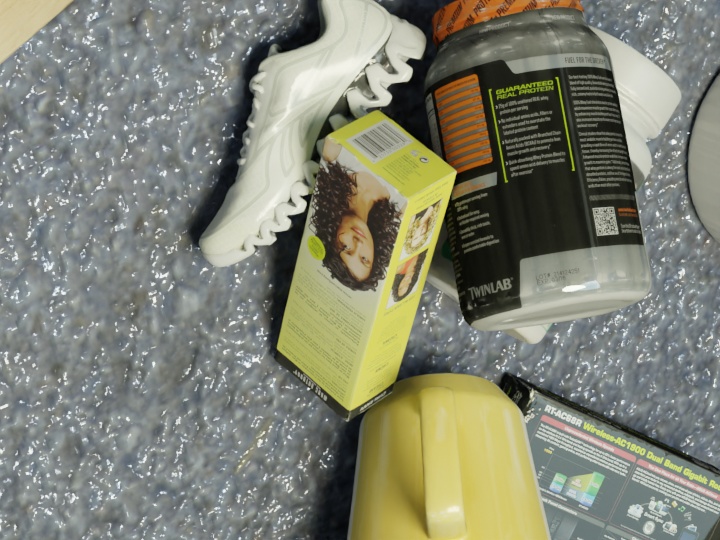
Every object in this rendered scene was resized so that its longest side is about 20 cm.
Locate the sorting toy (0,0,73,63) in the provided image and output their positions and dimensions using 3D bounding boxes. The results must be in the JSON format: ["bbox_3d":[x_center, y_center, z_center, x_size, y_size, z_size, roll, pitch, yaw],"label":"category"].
[{"bbox_3d":[-0.258,-0.198,1.061,0.200,0.069,0.199,-43,125,-14],"label":"sorting toy"}]

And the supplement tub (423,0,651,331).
[{"bbox_3d":[0.107,-0.070,1.225,0.122,0.122,0.201,-4,81,-33],"label":"supplement tub"}]

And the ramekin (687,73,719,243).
[{"bbox_3d":[0.343,-0.087,1.486,0.199,0.098,0.202,-12,113,-31],"label":"ramekin"}]

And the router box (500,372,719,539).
[{"bbox_3d":[0.166,0.184,1.453,0.199,0.062,0.151,25,93,-19],"label":"router box"}]

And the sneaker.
[{"bbox_3d":[-0.046,-0.092,1.250,0.081,0.075,0.200,37,89,-13],"label":"sneaker"}]

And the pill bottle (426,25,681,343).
[{"bbox_3d":[0.128,-0.061,1.341,0.113,0.113,0.201,36,86,-37],"label":"pill bottle"}]

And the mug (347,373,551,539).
[{"bbox_3d":[0.067,0.149,1.321,0.149,0.186,0.154,11,63,-26],"label":"mug"}]

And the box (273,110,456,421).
[{"bbox_3d":[0.000,0.000,1.250,0.050,0.075,0.201,-31,148,-37],"label":"box"}]
